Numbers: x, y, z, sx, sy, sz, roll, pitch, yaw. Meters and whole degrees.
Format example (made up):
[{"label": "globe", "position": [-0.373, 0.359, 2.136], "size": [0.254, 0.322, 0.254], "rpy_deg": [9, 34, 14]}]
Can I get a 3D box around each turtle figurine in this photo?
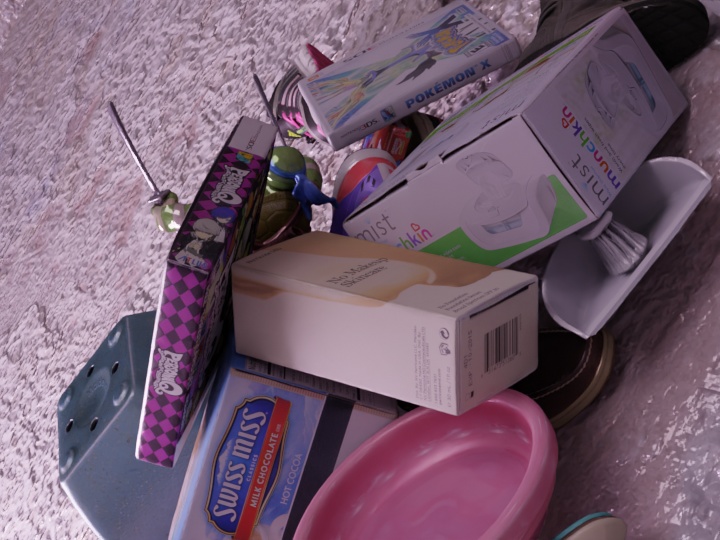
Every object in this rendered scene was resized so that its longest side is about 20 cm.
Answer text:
[{"label": "turtle figurine", "position": [-0.105, -0.051, 1.274], "size": [0.144, 0.199, 0.195], "rpy_deg": [-44, -25, -50]}]

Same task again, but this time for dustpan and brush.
[{"label": "dustpan and brush", "position": [0.167, -0.028, 1.072], "size": [0.140, 0.057, 0.200], "rpy_deg": [-52, 3, 1]}]

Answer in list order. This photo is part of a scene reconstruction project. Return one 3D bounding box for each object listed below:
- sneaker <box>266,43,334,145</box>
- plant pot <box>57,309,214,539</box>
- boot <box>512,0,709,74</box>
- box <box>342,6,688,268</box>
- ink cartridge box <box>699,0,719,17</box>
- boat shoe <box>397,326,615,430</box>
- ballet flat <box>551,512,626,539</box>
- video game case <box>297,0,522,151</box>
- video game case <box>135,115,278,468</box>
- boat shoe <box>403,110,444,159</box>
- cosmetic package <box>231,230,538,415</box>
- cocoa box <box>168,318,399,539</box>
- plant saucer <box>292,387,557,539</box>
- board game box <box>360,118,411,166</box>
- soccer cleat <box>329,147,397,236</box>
[{"label": "sneaker", "position": [-0.051, -0.164, 1.556], "size": [0.088, 0.074, 0.200], "rpy_deg": [-52, 24, 17]}, {"label": "plant pot", "position": [-0.153, 0.147, 1.307], "size": [0.197, 0.199, 0.196], "rpy_deg": [-49, 29, 20]}, {"label": "boot", "position": [0.200, -0.212, 1.193], "size": [0.200, 0.068, 0.131], "rpy_deg": [-19, 44, 50]}, {"label": "box", "position": [0.112, -0.081, 1.104], "size": [0.200, 0.097, 0.177], "rpy_deg": [-29, 13, 45]}, {"label": "ink cartridge box", "position": [0.215, -0.255, 1.082], "size": [0.044, 0.173, 0.200], "rpy_deg": [-50, 30, 20]}, {"label": "boat shoe", "position": [0.097, 0.077, 1.088], "size": [0.200, 0.072, 0.073], "rpy_deg": [-20, 48, 51]}, {"label": "ballet flat", "position": [0.107, 0.233, 0.953], "size": [0.200, 0.069, 0.070], "rpy_deg": [-47, 31, 29]}, {"label": "video game case", "position": [0.038, -0.182, 1.352], "size": [0.182, 0.022, 0.200], "rpy_deg": [-27, 23, 0]}, {"label": "video game case", "position": [-0.114, 0.016, 1.109], "size": [0.182, 0.036, 0.201], "rpy_deg": [-71, -3, -50]}, {"label": "boat shoe", "position": [0.056, -0.051, 1.284], "size": [0.071, 0.062, 0.201], "rpy_deg": [-31, 42, 41]}, {"label": "cosmetic package", "position": [0.015, 0.031, 1.045], "size": [0.199, 0.105, 0.072], "rpy_deg": [12, 113, 35]}, {"label": "cocoa box", "position": [-0.065, 0.157, 1.142], "size": [0.133, 0.130, 0.201], "rpy_deg": [-101, 28, -74]}, {"label": "plant saucer", "position": [0.047, 0.162, 0.981], "size": [0.200, 0.051, 0.201], "rpy_deg": [-31, 23, 14]}, {"label": "board game box", "position": [0.000, -0.045, 1.338], "size": [0.103, 0.019, 0.201], "rpy_deg": [-116, 41, -67]}, {"label": "soccer cleat", "position": [0.000, 0.000, 1.252], "size": [0.073, 0.068, 0.201], "rpy_deg": [-115, 30, -56]}]
